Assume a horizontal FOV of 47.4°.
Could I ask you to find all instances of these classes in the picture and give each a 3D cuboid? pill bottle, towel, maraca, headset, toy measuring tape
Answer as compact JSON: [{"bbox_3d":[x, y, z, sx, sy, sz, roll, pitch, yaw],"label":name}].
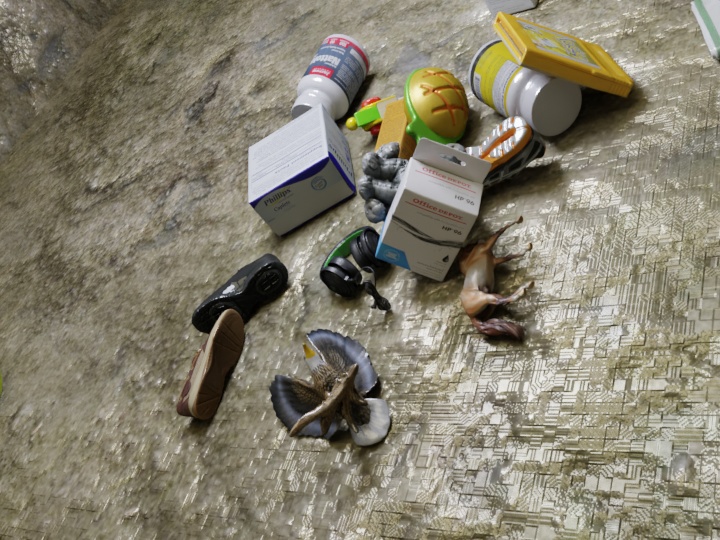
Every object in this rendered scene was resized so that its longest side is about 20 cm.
[{"bbox_3d":[0.270,-0.302,1.352,0.114,0.115,0.200,-39,37,1],"label":"pill bottle"},{"bbox_3d":[0.611,-0.396,1.225,0.197,0.031,0.151,-19,44,23],"label":"towel"},{"bbox_3d":[0.131,-0.274,1.439,0.107,0.135,0.203,-42,32,48],"label":"maraca"},{"bbox_3d":[0.000,0.000,1.340,0.123,0.094,0.200,-42,21,4],"label":"headset"},{"bbox_3d":[0.065,-0.314,1.601,0.196,0.075,0.074,-21,38,-1],"label":"toy measuring tape"},{"bbox_3d":[-0.067,-0.389,1.736,0.118,0.120,0.203,-2,51,40],"label":"pill bottle"}]

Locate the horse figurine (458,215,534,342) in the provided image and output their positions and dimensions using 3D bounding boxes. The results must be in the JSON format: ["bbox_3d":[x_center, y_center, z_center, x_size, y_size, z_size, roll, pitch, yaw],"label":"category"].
[{"bbox_3d":[0.184,0.015,1.154,0.131,0.050,0.203,-29,43,36],"label":"horse figurine"}]

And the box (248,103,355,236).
[{"bbox_3d":[-0.117,-0.196,1.595,0.181,0.105,0.202,-28,38,16],"label":"box"}]

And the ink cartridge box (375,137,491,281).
[{"bbox_3d":[0.103,-0.084,1.189,0.202,0.114,0.069,112,176,-50],"label":"ink cartridge box"}]

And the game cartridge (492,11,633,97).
[{"bbox_3d":[0.320,-0.342,1.294,0.178,0.196,0.033,-101,26,-54],"label":"game cartridge"}]

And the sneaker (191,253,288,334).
[{"bbox_3d":[-0.219,0.042,1.483,0.198,0.077,0.091,-32,27,-1],"label":"sneaker"}]

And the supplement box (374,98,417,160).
[{"bbox_3d":[0.072,-0.227,1.488,0.068,0.067,0.203,-19,42,33],"label":"supplement box"}]

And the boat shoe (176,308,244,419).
[{"bbox_3d":[-0.260,0.157,1.394,0.071,0.072,0.203,-8,54,34],"label":"boat shoe"}]

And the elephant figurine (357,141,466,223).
[{"bbox_3d":[0.105,-0.131,1.272,0.196,0.145,0.155,-1,18,32],"label":"elephant figurine"}]

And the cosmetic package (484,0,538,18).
[{"bbox_3d":[0.266,-0.598,1.584,0.100,0.201,0.075,-2,49,38],"label":"cosmetic package"}]

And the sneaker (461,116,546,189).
[{"bbox_3d":[0.210,-0.165,1.306,0.199,0.076,0.080,-29,53,45],"label":"sneaker"}]

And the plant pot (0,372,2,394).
[{"bbox_3d":[-0.893,0.255,1.773,0.189,0.202,0.203,-12,43,15],"label":"plant pot"}]

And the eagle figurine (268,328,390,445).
[{"bbox_3d":[-0.047,0.165,1.175,0.148,0.155,0.200,-2,-1,-13],"label":"eagle figurine"}]
